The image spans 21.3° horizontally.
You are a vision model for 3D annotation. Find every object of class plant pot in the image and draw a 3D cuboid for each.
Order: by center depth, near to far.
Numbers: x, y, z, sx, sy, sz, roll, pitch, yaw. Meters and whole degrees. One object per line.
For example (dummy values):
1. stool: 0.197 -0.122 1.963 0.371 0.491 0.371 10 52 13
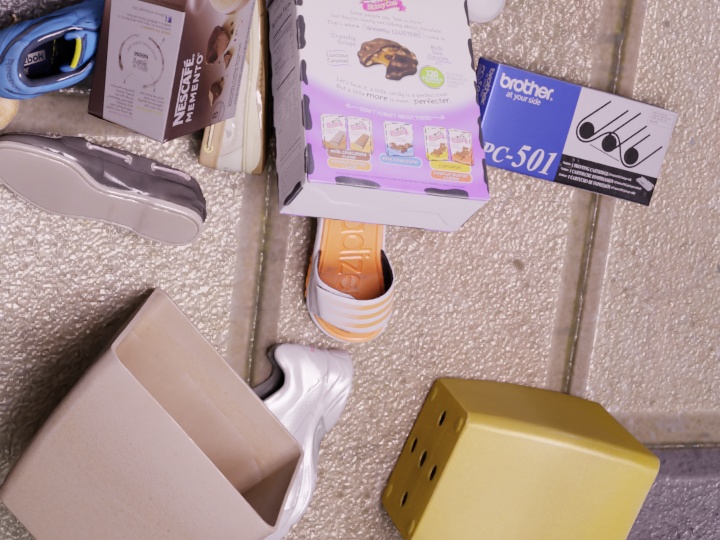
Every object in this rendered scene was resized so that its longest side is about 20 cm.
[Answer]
1. plant pot: -0.189 0.165 1.634 0.177 0.200 0.200 -39 98 13
2. plant pot: 0.134 0.208 1.797 0.176 0.200 0.201 23 97 -15

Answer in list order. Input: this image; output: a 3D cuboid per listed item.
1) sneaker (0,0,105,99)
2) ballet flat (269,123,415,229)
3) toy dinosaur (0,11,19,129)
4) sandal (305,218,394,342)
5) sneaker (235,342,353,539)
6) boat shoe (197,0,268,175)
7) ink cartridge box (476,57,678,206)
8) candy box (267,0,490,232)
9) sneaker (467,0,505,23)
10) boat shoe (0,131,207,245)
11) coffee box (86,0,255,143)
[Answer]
1. sneaker: -0.217 -0.188 1.564 0.200 0.078 0.066 -29 116 -34
2. ballet flat: 0.005 -0.095 1.711 0.200 0.065 0.071 24 110 -29
3. toy dinosaur: -0.329 -0.150 1.565 0.200 0.058 0.101 -35 117 -8
4. sandal: -0.008 0.000 1.706 0.079 0.059 0.207 -6 132 -6
5. sneaker: -0.083 0.155 1.759 0.099 0.078 0.201 19 90 -19
6. boat shoe: -0.113 -0.180 1.635 0.066 0.074 0.201 0 101 1
7. ink cartridge box: 0.192 -0.128 1.787 0.199 0.044 0.094 12 100 -24
8. candy box: 0.013 -0.144 1.639 0.167 0.072 0.201 6 65 -22
9. sneaker: 0.113 -0.305 1.653 0.079 0.130 0.200 -6 109 -19
10. boat shoe: -0.224 -0.079 1.639 0.199 0.057 0.067 21 134 -22
11. coffee box: -0.144 -0.216 1.538 0.113 0.080 0.201 -29 136 -58
